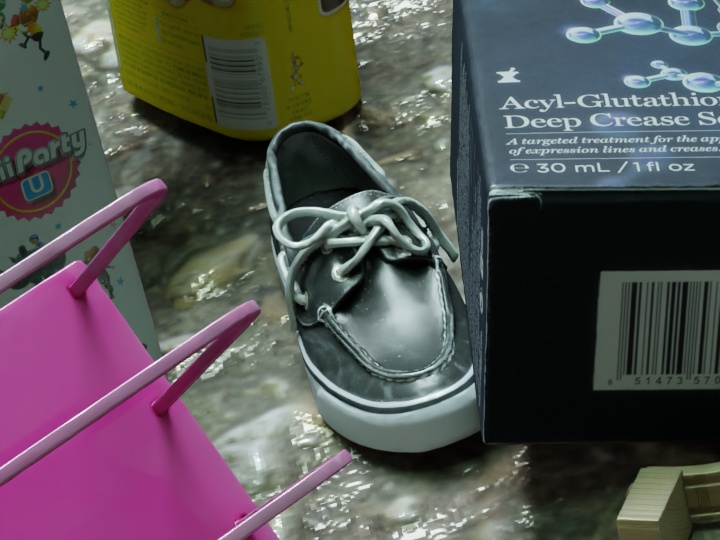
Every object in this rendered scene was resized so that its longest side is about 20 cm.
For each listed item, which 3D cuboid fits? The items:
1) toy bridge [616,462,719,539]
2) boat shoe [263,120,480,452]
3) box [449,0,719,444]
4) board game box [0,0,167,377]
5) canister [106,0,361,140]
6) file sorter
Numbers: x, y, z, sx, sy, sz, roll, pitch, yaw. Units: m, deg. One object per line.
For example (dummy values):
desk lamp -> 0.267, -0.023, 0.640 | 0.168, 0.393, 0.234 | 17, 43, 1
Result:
toy bridge -> 0.183, 0.077, 0.894 | 0.199, 0.027, 0.067 | 0, 31, 26
boat shoe -> 0.003, -0.001, 1.065 | 0.073, 0.068, 0.200 | -17, 31, -2
box -> 0.112, -0.034, 1.004 | 0.147, 0.108, 0.200 | -1, 31, -2
board game box -> -0.153, -0.055, 1.096 | 0.064, 0.201, 0.147 | -25, 32, -16
canister -> -0.071, -0.174, 1.247 | 0.086, 0.201, 0.148 | -24, 31, -30
file sorter -> -0.064, 0.096, 0.775 | 0.139, 0.201, 0.125 | -34, -3, -28
